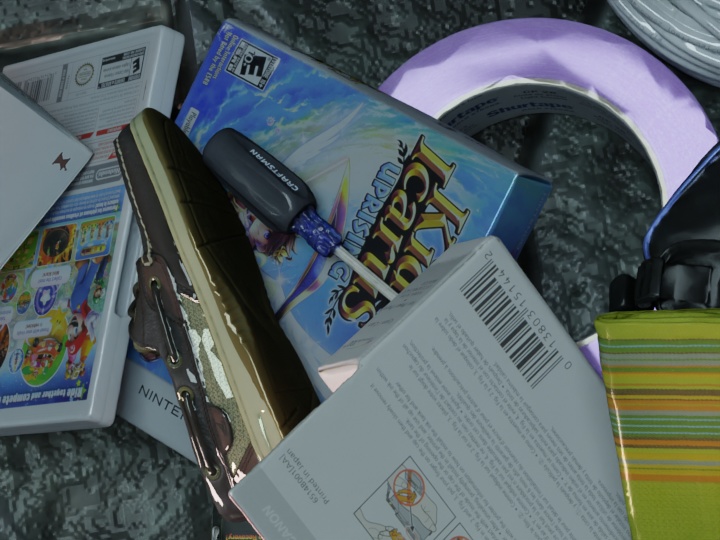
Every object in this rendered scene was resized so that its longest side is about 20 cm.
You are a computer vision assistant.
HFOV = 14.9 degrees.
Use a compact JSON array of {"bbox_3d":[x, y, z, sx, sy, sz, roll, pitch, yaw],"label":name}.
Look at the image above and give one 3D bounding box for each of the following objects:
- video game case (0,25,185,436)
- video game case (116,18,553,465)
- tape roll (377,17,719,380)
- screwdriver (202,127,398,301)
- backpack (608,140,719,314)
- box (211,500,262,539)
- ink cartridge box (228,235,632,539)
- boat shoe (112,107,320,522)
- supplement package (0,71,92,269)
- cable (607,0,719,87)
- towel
[{"bbox_3d":[-0.153,-0.017,1.374,0.143,0.018,0.200,-8,67,49],"label":"video game case"},{"bbox_3d":[-0.030,0.006,1.322,0.181,0.045,0.200,29,98,25],"label":"video game case"},{"bbox_3d":[0.086,-0.020,1.356,0.200,0.066,0.200,-2,81,12],"label":"tape roll"},{"bbox_3d":[0.000,0.000,1.267,0.200,0.029,0.028,42,103,23],"label":"screwdriver"},{"bbox_3d":[0.239,0.004,1.171,0.190,0.154,0.200,43,94,22],"label":"backpack"},{"bbox_3d":[0.025,0.178,1.344,0.200,0.048,0.193,-2,82,12],"label":"box"},{"bbox_3d":[0.050,0.116,1.193,0.176,0.045,0.200,-42,103,-26],"label":"ink cartridge box"},{"bbox_3d":[-0.078,0.022,1.279,0.066,0.072,0.201,-29,77,16],"label":"boat shoe"},{"bbox_3d":[-0.283,-0.062,1.361,0.191,0.147,0.200,-51,50,0],"label":"supplement package"},{"bbox_3d":[0.207,-0.186,1.358,0.200,0.069,0.200,31,87,15],"label":"cable"},{"bbox_3d":[0.153,0.108,1.150,0.086,0.018,0.200,0,113,29],"label":"towel"}]
